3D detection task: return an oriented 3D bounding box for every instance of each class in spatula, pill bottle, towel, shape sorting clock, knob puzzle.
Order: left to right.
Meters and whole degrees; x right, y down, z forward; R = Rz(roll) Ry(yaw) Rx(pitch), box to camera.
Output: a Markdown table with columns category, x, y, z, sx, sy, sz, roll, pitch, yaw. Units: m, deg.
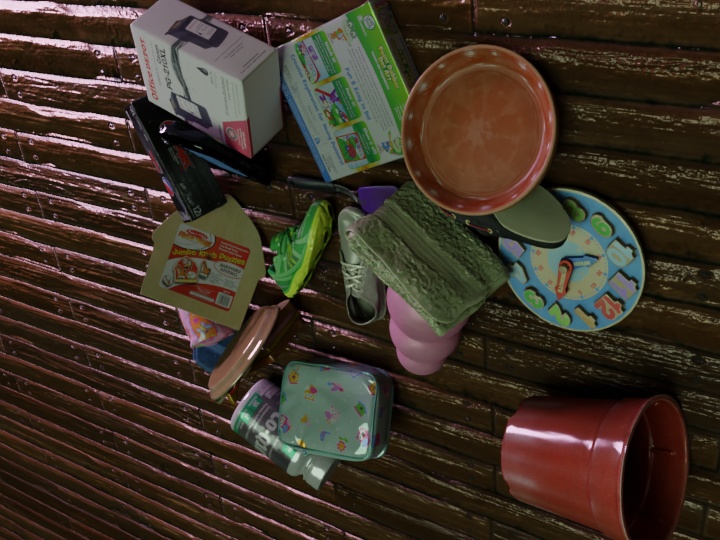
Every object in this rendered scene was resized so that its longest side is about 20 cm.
| category | x | y | z | sx | sy | sz | roll | pitch | yaw |
| --- | --- | --- | --- | --- | --- | --- | --- | --- | --- |
| knob puzzle | -0.247 | -0.027 | 1.385 | 0.220 | 0.219 | 0.030 | 48 | 178 | -2 |
| towel | -0.259 | 0.117 | 1.544 | 0.111 | 0.049 | 0.202 | 27 | 131 | 18 |
| pill bottle | -0.128 | 0.297 | 1.522 | 0.199 | 0.113 | 0.114 | 34 | 133 | 13 |
| spatula | -0.028 | -0.115 | 1.236 | 0.198 | 0.021 | 0.057 | 16 | 143 | 31 |
| towel | 0.090 | -0.022 | 1.119 | 0.200 | 0.148 | 0.037 | 45 | 156 | 16 |
| shape sorting clock | 0.266 | -0.011 | 1.077 | 0.198 | 0.039 | 0.203 | 19 | 128 | 25 |

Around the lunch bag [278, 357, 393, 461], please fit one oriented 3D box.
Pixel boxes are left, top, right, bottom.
| category | x | y | z | sx | sy | sz | roll | pitch | yaw |
| --- | --- | --- | --- | --- | --- | --- | --- | --- | --- |
| lunch bag | -0.044 | 0.234 | 1.401 | 0.197 | 0.077 | 0.163 | 4 | 91 | 32 |

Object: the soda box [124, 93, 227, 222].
| category | x | y | z | sx | sy | sz | roll | pitch | yaw |
| --- | --- | --- | --- | --- | --- | --- | --- | --- | --- |
| soda box | -0.287 | -0.179 | 1.312 | 0.063 | 0.070 | 0.202 | 1 | 119 | 64 |

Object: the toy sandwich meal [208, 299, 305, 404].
| category | x | y | z | sx | sy | sz | roll | pitch | yaw |
| --- | --- | --- | --- | --- | --- | --- | --- | --- | --- |
| toy sandwich meal | -0.175 | 0.140 | 1.398 | 0.070 | 0.207 | 0.205 | 37 | 137 | -14 |

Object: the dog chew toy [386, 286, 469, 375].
| category | x | y | z | sx | sy | sz | roll | pitch | yaw |
| --- | --- | --- | --- | --- | --- | --- | --- | --- | --- |
| dog chew toy | 0.096 | 0.073 | 1.210 | 0.123 | 0.125 | 0.202 | 25 | 139 | 20 |

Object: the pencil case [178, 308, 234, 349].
| category | x | y | z | sx | sy | sz | roll | pitch | yaw |
| --- | --- | --- | --- | --- | --- | --- | --- | --- | --- |
| pencil case | -0.283 | 0.030 | 1.439 | 0.087 | 0.087 | 0.203 | -29 | 81 | 44 |

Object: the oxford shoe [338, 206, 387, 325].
| category | x | y | z | sx | sy | sz | roll | pitch | yaw |
| --- | --- | --- | --- | --- | --- | --- | --- | --- | --- |
| oxford shoe | 0.000 | 0.000 | 1.264 | 0.074 | 0.058 | 0.203 | 14 | 127 | 33 |

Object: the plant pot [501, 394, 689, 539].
| category | x | y | z | sx | sy | sz | roll | pitch | yaw |
| --- | --- | --- | --- | --- | --- | --- | --- | --- | --- |
| plant pot | 0.308 | 0.255 | 1.131 | 0.193 | 0.200 | 0.203 | 3 | 121 | 44 |

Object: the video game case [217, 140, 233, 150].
| category | x | y | z | sx | sy | sz | roll | pitch | yaw |
| --- | --- | --- | --- | --- | --- | --- | --- | --- | --- |
| video game case | -0.228 | -0.252 | 1.296 | 0.198 | 0.018 | 0.145 | -9 | 112 | 40 |

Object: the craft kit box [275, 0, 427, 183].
| category | x | y | z | sx | sy | sz | roll | pitch | yaw |
| --- | --- | --- | --- | --- | --- | --- | --- | --- | --- |
| craft kit box | -0.010 | -0.237 | 1.129 | 0.196 | 0.048 | 0.202 | -10 | 112 | 43 |

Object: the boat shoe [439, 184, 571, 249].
| category | x | y | z | sx | sy | sz | roll | pitch | yaw |
| --- | --- | --- | --- | --- | --- | --- | --- | --- | --- |
| boat shoe | 0.178 | -0.078 | 1.064 | 0.200 | 0.074 | 0.063 | 29 | 155 | 32 |

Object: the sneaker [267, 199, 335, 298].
| category | x | y | z | sx | sy | sz | roll | pitch | yaw |
| --- | --- | --- | --- | --- | --- | --- | --- | --- | --- |
| sneaker | -0.100 | -0.036 | 1.306 | 0.083 | 0.074 | 0.201 | 35 | 134 | 6 |

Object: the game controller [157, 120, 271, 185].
| category | x | y | z | sx | sy | sz | roll | pitch | yaw |
| --- | --- | --- | --- | --- | --- | --- | --- | --- | --- |
| game controller | -0.209 | -0.167 | 1.237 | 0.104 | 0.200 | 0.043 | 31 | 93 | 24 |

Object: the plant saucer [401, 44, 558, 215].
| category | x | y | z | sx | sy | sz | roll | pitch | yaw |
| --- | --- | --- | --- | --- | --- | --- | --- | --- | --- |
| plant saucer | 0.144 | -0.169 | 1.021 | 0.197 | 0.032 | 0.204 | 2 | 94 | 27 |

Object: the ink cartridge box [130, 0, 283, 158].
| category | x | y | z | sx | sy | sz | roll | pitch | yaw |
| --- | --- | --- | --- | --- | --- | --- | --- | --- | --- |
| ink cartridge box | -0.212 | -0.271 | 1.174 | 0.198 | 0.085 | 0.146 | 30 | 149 | 18 |
